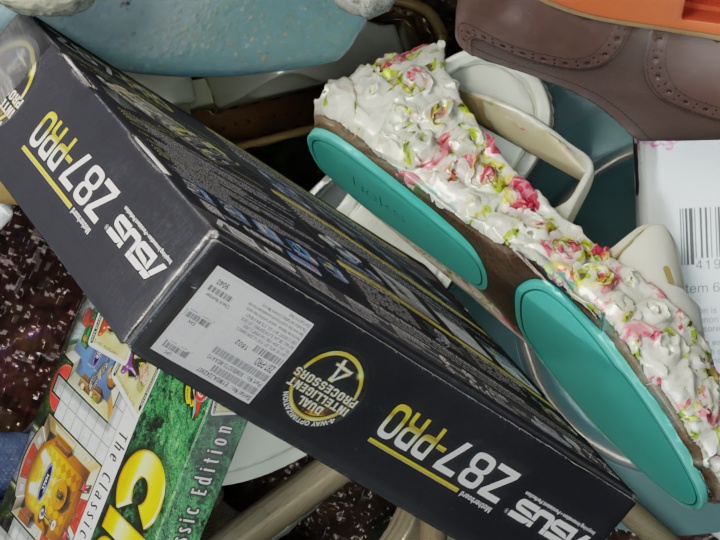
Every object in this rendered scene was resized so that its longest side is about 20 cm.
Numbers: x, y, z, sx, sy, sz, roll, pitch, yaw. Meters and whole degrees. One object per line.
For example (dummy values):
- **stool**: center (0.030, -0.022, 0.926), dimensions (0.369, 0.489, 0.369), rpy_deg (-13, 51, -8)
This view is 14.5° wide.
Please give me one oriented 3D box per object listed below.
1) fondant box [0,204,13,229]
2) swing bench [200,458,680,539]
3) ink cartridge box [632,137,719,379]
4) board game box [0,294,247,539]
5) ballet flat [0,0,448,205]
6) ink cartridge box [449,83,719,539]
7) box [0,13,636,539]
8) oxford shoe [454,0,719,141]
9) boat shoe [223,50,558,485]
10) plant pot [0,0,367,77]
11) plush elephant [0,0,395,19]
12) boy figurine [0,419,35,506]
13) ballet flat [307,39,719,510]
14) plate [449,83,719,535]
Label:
- **fondant box**: center (-0.250, -0.009, 1.077), dimensions (0.144, 0.058, 0.200), rpy_deg (43, 100, -16)
- **swing bench**: center (0.024, 0.158, 1.085), dimensions (0.200, 0.130, 0.199), rpy_deg (-25, 130, 29)
- **ink cartridge box**: center (0.169, -0.062, 1.002), dimensions (0.146, 0.083, 0.200), rpy_deg (-3, 104, 3)
- **board game box**: center (-0.096, 0.092, 1.025), dimensions (0.023, 0.105, 0.200), rpy_deg (13, 104, -39)
- **ballet flat**: center (-0.058, -0.071, 1.029), dimensions (0.200, 0.063, 0.069), rpy_deg (-15, 88, -26)
- **ink cartridge box**: center (0.137, -0.029, 1.103), dimensions (0.200, 0.043, 0.198), rpy_deg (41, 101, -14)
- **box**: center (-0.021, 0.009, 0.896), dimensions (0.200, 0.161, 0.049), rpy_deg (32, 102, -39)
- **oxford shoe**: center (0.128, -0.074, 0.935), dimensions (0.200, 0.071, 0.073), rpy_deg (19, 139, -10)
- **boat shoe**: center (0.000, 0.000, 1.050), dimensions (0.073, 0.062, 0.200), rpy_deg (41, 99, 2)
- **plant pot**: center (-0.072, -0.175, 0.969), dimensions (0.200, 0.196, 0.196), rpy_deg (25, 106, -23)
- **plush elephant**: center (-0.011, -0.146, 0.805), dimensions (0.165, 0.155, 0.200), rpy_deg (-5, 120, -22)
- **boy figurine**: center (-0.199, 0.085, 1.061), dimensions (0.200, 0.064, 0.124), rpy_deg (5, 129, -40)
- **ballet flat**: center (0.067, -0.007, 0.960), dimensions (0.064, 0.076, 0.200), rpy_deg (-42, 77, -16)
- **plate**: center (0.127, 0.011, 1.080), dimensions (0.200, 0.026, 0.200), rpy_deg (-1, 106, -2)
